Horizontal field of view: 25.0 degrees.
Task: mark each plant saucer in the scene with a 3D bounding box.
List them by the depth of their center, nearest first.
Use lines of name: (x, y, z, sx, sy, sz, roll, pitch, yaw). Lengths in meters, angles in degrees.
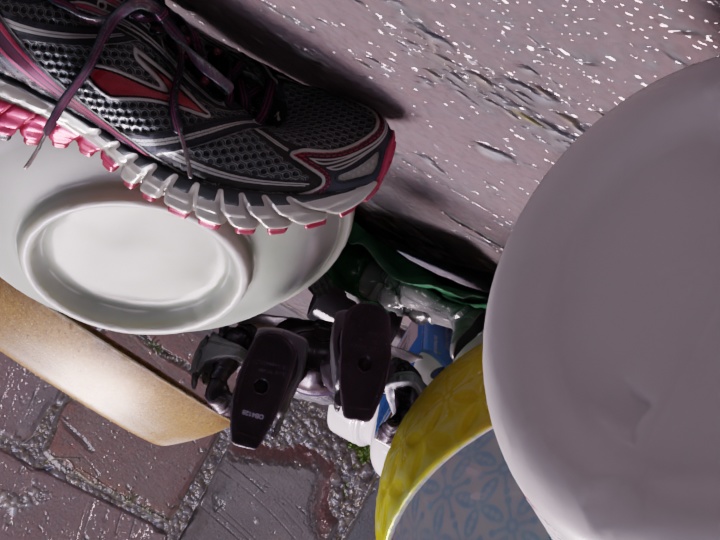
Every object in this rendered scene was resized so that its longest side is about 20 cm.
plant saucer: (-0.102, -0.019, 0.750, 0.198, 0.051, 0.201, 2, 145, 1)
plant saucer: (-0.162, 0.046, 0.908, 0.199, 0.036, 0.200, 32, 174, 3)

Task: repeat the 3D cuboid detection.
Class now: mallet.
mallet: (-0.001, 0.034, 1.219, 0.065, 0.041, 0.200, 25, 177, 3)

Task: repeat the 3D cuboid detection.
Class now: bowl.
bowl: (0.093, 0.089, 0.815, 0.200, 0.200, 0.108, 34, -155, -38)

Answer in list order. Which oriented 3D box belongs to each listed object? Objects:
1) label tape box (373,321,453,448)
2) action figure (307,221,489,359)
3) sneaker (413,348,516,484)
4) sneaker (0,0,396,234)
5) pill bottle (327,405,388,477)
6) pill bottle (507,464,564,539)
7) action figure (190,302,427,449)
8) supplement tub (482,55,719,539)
label tape box: (0.110, 0.110, 1.032, 0.199, 0.064, 0.144, 30, -167, -3)
action figure: (0.000, 0.000, 0.916, 0.199, 0.055, 0.118, 28, 177, 39)
sneaker: (0.116, 0.084, 0.920, 0.198, 0.083, 0.074, 2, 163, -8)
sneaker: (-0.080, -0.076, 0.628, 0.198, 0.075, 0.081, 18, -145, -7)
pill bottle: (0.077, 0.134, 1.280, 0.199, 0.112, 0.111, 26, 172, 21)
pill bottle: (0.123, 0.077, 0.659, 0.112, 0.113, 0.200, 21, 155, 41)
action figure: (-0.026, 0.053, 0.839, 0.129, 0.070, 0.200, 2, 177, 0)
supplement tub: (0.131, 0.044, 0.422, 0.131, 0.133, 0.200, 21, 170, 41)
